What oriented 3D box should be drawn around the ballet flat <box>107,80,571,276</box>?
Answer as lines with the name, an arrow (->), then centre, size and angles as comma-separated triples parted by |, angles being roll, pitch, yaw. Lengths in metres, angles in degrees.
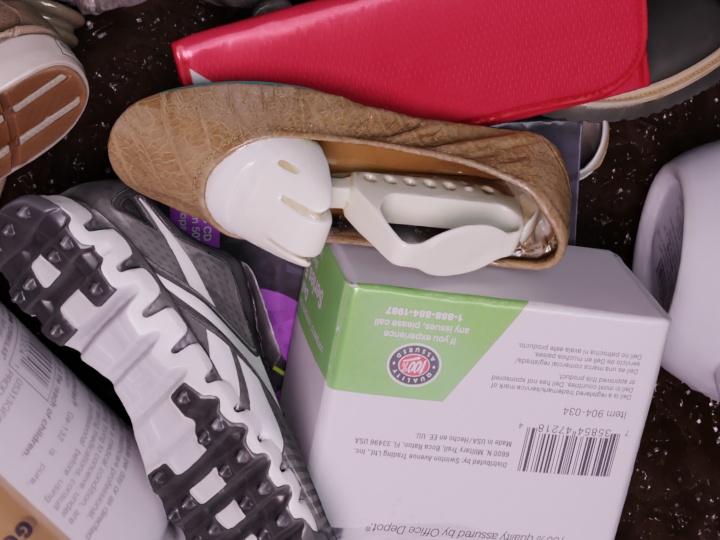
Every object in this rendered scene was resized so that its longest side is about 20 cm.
ballet flat -> -0.001, -0.030, 0.825 | 0.198, 0.073, 0.068 | 8, 127, -21

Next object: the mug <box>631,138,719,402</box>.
mug -> 0.221, 0.025, 0.936 | 0.174, 0.148, 0.201 | 8, 51, -7

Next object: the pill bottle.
pill bottle -> -0.144, 0.098, 0.846 | 0.114, 0.114, 0.200 | -49, 117, -12

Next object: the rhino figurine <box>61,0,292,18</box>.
rhino figurine -> -0.057, -0.146, 0.913 | 0.198, 0.088, 0.060 | -14, 131, -15

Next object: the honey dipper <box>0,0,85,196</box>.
honey dipper -> -0.170, -0.023, 0.898 | 0.038, 0.038, 0.202 | 19, 87, -15

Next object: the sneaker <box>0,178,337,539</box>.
sneaker -> -0.061, 0.040, 0.831 | 0.201, 0.066, 0.090 | 53, 40, 3

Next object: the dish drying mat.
dish drying mat -> 0.024, -0.086, 0.850 | 0.198, 0.018, 0.077 | -14, 122, -5

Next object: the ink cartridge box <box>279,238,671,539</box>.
ink cartridge box -> 0.036, 0.090, 0.892 | 0.144, 0.084, 0.202 | 7, 111, -16

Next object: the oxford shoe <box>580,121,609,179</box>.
oxford shoe -> 0.029, -0.079, 0.945 | 0.198, 0.058, 0.076 | 9, 88, -15

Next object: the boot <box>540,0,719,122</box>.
boot -> 0.084, -0.140, 0.878 | 0.199, 0.078, 0.139 | -8, 127, -24

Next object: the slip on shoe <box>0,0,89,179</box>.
slip on shoe -> -0.204, -0.042, 0.810 | 0.199, 0.076, 0.061 | -36, 65, -6

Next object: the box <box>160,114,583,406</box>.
box -> 0.000, 0.000, 0.915 | 0.198, 0.036, 0.144 | -4, 110, -13
